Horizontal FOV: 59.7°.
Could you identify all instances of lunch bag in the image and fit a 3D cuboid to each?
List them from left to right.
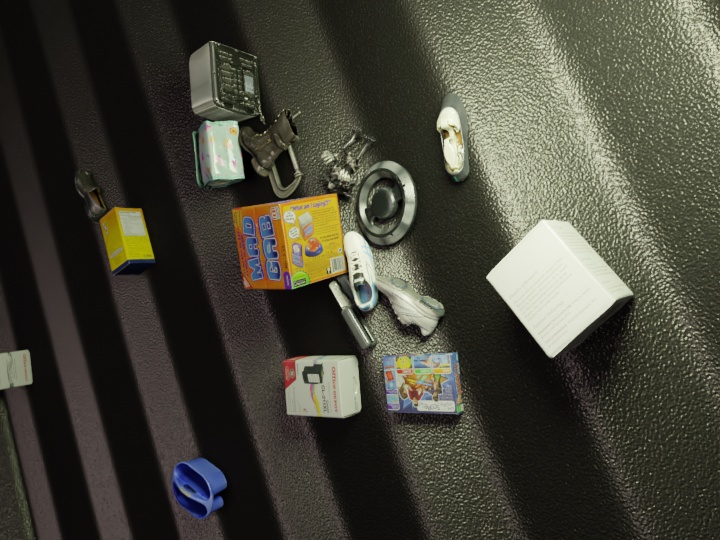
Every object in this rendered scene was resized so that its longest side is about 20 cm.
[{"bbox_3d":[-0.425,-0.335,1.844,0.198,0.119,0.176,-2,94,61],"label":"lunch bag"}]

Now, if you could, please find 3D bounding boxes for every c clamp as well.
[{"bbox_3d":[-0.207,-0.313,1.743,0.168,0.027,0.206,-22,78,35],"label":"c clamp"}]

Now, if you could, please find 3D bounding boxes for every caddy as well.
[{"bbox_3d":[-0.509,0.677,1.951,0.196,0.104,0.146,20,102,34],"label":"caddy"}]

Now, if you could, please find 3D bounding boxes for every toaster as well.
[{"bbox_3d":[-0.376,-0.516,1.770,0.116,0.178,0.207,-7,87,38],"label":"toaster"}]

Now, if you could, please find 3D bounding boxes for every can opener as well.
[{"bbox_3d":[-0.014,0.101,1.600,0.067,0.053,0.203,-43,69,30],"label":"can opener"}]

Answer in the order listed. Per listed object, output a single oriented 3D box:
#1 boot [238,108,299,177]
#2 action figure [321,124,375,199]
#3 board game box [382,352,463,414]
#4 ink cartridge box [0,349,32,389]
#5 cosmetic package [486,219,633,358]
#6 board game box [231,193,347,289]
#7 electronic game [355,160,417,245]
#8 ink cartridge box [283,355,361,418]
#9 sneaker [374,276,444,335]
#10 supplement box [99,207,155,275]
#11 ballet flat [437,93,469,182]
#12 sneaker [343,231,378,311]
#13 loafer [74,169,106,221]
[{"bbox_3d":[-0.246,-0.376,1.731,0.174,0.068,0.203,-46,58,26],"label":"boot"},{"bbox_3d":[-0.045,-0.262,1.582,0.118,0.101,0.203,39,110,26],"label":"action figure"},{"bbox_3d":[0.146,0.270,1.498,0.196,0.034,0.140,-7,88,36],"label":"board game box"},{"bbox_3d":[-1.484,0.418,2.604,0.081,0.197,0.152,-11,85,38],"label":"ink cartridge box"},{"bbox_3d":[0.391,0.031,1.230,0.167,0.165,0.202,-49,65,27],"label":"cosmetic package"},{"bbox_3d":[-0.178,-0.074,1.593,0.196,0.197,0.206,0,101,44],"label":"board game box"},{"bbox_3d":[0.061,-0.165,1.542,0.196,0.041,0.207,2,93,45],"label":"electronic game"},{"bbox_3d":[-0.103,0.304,1.654,0.196,0.082,0.151,-7,87,36],"label":"ink cartridge box"},{"bbox_3d":[0.105,0.082,1.503,0.198,0.074,0.089,35,116,30],"label":"sneaker"},{"bbox_3d":[-0.792,-0.098,2.131,0.108,0.108,0.205,-26,77,33],"label":"supplement box"},{"bbox_3d":[0.208,-0.304,1.414,0.071,0.072,0.207,-8,87,35],"label":"ballet flat"},{"bbox_3d":[0.000,0.000,1.568,0.070,0.072,0.206,-15,86,12],"label":"sneaker"},{"bbox_3d":[-0.981,-0.284,2.293,0.071,0.072,0.204,-28,85,24],"label":"loafer"}]
